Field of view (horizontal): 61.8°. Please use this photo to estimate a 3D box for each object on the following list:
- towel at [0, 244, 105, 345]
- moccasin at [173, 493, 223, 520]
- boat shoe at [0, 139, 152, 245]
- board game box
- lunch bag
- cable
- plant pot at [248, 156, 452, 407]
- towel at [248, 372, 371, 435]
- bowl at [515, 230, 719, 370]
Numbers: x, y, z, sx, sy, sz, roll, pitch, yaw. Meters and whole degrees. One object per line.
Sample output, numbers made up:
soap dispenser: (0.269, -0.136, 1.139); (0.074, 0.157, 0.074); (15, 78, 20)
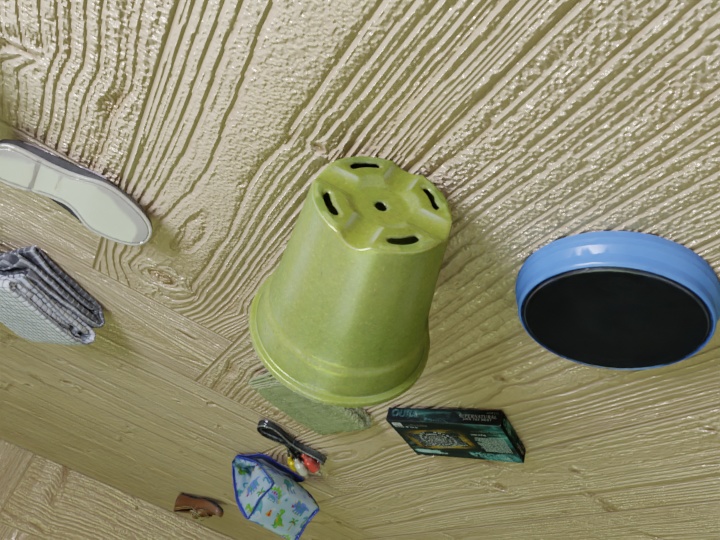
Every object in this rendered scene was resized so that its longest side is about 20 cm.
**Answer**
towel: (-0.545, 0.043, 0.994); (0.165, 0.086, 0.200); (2, 143, 26)
moccasin: (-0.554, 0.816, 2.049); (0.200, 0.078, 0.074); (4, 142, 22)
boat shoe: (-0.343, -0.100, 0.732); (0.199, 0.057, 0.067); (30, 109, -20)
board game box: (0.158, 0.273, 0.999); (0.199, 0.028, 0.135); (-5, 138, 31)
lunch bag: (-0.218, 0.538, 1.468); (0.170, 0.128, 0.200); (43, 168, -29)
cable: (-0.144, 0.387, 1.285); (0.097, 0.051, 0.200); (-6, 139, 31)
plant pot: (0.000, 0.000, 0.589); (0.199, 0.201, 0.185); (20, 135, 0)
towel: (-0.086, 0.230, 1.057); (0.148, 0.037, 0.200); (-20, 128, 42)
bowl: (0.261, 0.040, 0.624); (0.199, 0.040, 0.201); (13, 145, 9)
